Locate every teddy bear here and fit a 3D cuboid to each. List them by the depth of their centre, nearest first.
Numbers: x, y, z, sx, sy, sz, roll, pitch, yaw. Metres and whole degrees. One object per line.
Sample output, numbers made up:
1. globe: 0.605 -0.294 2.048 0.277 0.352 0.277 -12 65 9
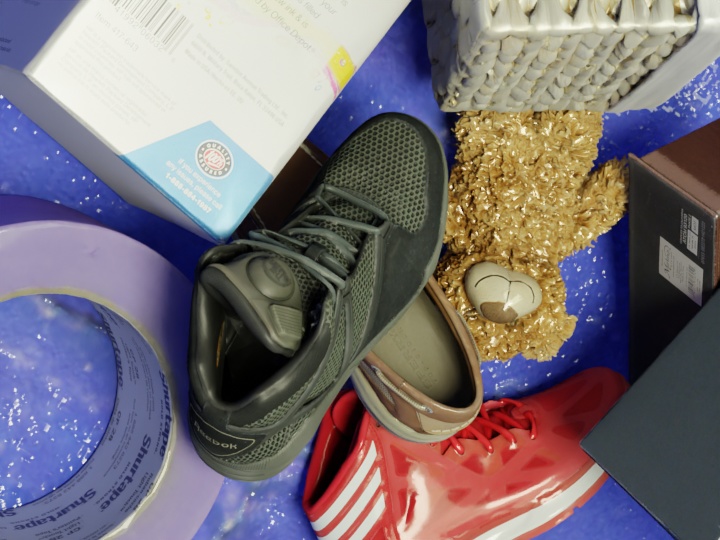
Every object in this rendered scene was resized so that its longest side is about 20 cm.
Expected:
1. teddy bear: 0.085 -0.047 1.111 0.145 0.067 0.200 27 87 -26

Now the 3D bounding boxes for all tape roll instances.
1. tape roll: -0.167 0.067 1.003 0.199 0.085 0.201 -6 103 -26

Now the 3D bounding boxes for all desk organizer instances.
1. desk organizer: 0.200 0.017 1.141 0.077 0.072 0.200 -26 133 -23

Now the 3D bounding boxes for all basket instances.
1. basket: 0.098 -0.153 0.996 0.123 0.200 0.136 -6 84 -4

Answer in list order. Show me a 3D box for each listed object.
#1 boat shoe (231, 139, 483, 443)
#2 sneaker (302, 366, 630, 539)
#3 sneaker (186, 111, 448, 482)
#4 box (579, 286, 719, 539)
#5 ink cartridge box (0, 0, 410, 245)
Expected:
1. boat shoe: 0.000 0.000 1.056 0.076 0.072 0.200 -42 96 -18
2. sneaker: 0.056 0.093 1.122 0.200 0.078 0.116 -39 116 -15
3. sneaker: -0.018 -0.003 0.961 0.076 0.114 0.200 30 71 12
4. box: 0.238 0.106 1.102 0.148 0.107 0.200 -47 137 1
5. ink cartridge box: -0.072 -0.137 0.983 0.129 0.125 0.200 42 80 -27
